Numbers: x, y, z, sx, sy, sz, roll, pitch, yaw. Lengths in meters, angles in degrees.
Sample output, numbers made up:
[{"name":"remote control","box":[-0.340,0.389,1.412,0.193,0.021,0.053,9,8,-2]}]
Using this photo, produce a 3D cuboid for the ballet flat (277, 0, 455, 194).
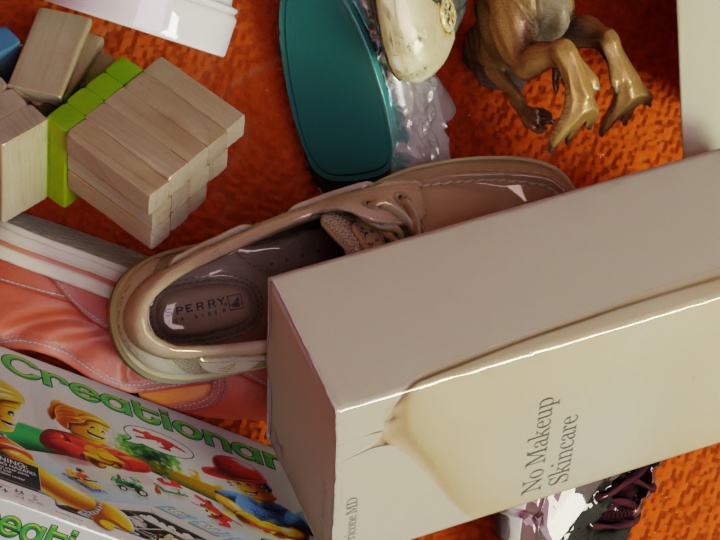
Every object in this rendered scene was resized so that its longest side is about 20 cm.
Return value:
[{"name":"ballet flat","box":[0.016,-0.040,1.276,0.071,0.072,0.201,-18,106,-15]}]

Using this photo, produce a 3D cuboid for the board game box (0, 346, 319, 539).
[{"name":"board game box","box":[-0.078,0.094,1.170,0.199,0.126,0.035,22,110,-20]}]

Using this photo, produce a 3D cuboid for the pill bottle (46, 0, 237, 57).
[{"name":"pill bottle","box":[-0.061,-0.191,1.190,0.112,0.112,0.201,16,93,-20]}]

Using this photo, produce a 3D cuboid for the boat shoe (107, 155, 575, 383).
[{"name":"boat shoe","box":[0.000,0.000,1.193,0.199,0.065,0.073,-13,89,-13]}]

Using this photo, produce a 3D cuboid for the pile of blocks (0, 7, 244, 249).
[{"name":"pile of blocks","box":[-0.146,-0.058,1.204,0.199,0.062,0.082,15,50,6]}]

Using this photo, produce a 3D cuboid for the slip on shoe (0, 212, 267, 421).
[{"name":"slip on shoe","box":[-0.073,0.036,1.247,0.199,0.074,0.062,22,97,-15]}]

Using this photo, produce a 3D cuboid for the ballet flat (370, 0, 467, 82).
[{"name":"ballet flat","box":[0.043,-0.169,1.223,0.056,0.067,0.201,6,69,20]}]

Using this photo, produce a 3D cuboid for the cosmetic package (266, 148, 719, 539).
[{"name":"cosmetic package","box":[0.067,0.031,1.167,0.199,0.073,0.104,-17,143,-15]}]

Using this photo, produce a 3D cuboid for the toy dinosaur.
[{"name":"toy dinosaur","box":[0.069,-0.106,1.202,0.060,0.200,0.106,-30,72,-23]}]

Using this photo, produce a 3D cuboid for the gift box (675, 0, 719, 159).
[{"name":"gift box","box":[0.196,-0.143,1.232,0.198,0.185,0.188,-1,103,6]}]

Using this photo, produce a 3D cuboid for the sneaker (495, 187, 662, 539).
[{"name":"sneaker","box":[0.123,0.068,1.287,0.076,0.115,0.201,-18,110,-60]}]
